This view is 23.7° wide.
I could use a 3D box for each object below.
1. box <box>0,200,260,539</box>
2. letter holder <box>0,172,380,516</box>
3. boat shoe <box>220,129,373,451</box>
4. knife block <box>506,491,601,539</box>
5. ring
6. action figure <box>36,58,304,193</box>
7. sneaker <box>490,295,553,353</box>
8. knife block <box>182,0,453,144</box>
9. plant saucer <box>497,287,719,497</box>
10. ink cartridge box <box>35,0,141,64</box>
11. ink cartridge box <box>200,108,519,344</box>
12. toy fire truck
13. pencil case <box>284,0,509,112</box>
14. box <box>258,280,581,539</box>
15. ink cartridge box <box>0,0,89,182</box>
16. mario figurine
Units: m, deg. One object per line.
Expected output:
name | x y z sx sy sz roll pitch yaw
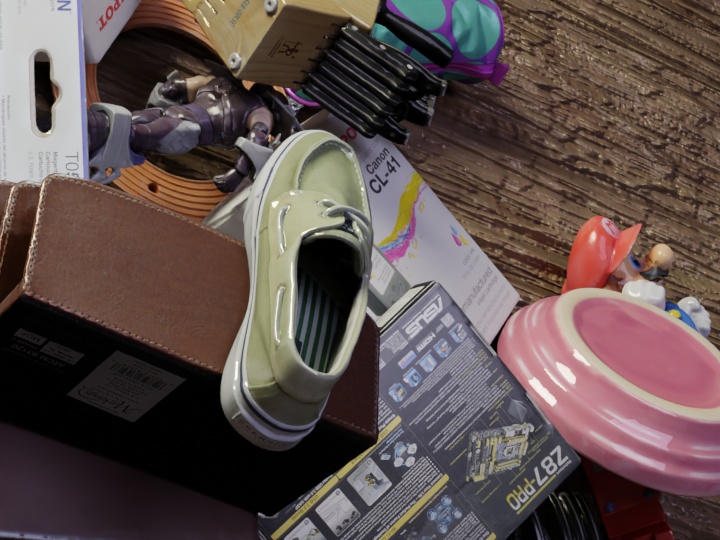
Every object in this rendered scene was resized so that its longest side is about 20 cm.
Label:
box | -0.173 0.089 0.968 0.164 0.166 0.201 11 56 -34
letter holder | -0.097 0.017 0.887 0.200 0.101 0.143 25 48 -26
boat shoe | -0.019 -0.001 0.847 0.072 0.062 0.200 29 43 -23
knife block | 0.156 0.260 1.190 0.200 0.064 0.176 43 46 -7
ring | -0.134 -0.118 1.235 0.200 0.019 0.201 20 52 -27
action figure | -0.124 -0.093 1.139 0.199 0.130 0.070 -13 114 -37
sneaker | 0.111 0.080 1.277 0.088 0.076 0.200 47 38 15
knife block | -0.030 -0.175 1.176 0.175 0.064 0.200 4 42 -48
plant saucer | 0.196 0.076 1.215 0.200 0.051 0.201 20 28 -11
ink cartridge box | -0.206 -0.259 1.142 0.200 0.084 0.146 76 29 -41
ink cartridge box | 0.000 0.000 1.207 0.200 0.086 0.148 50 45 -12
toy fire truck | 0.208 0.218 1.205 0.141 0.049 0.201 -104 173 -66
pencil case | 0.024 -0.176 1.349 0.200 0.085 0.093 -15 57 -42
box | 0.023 0.130 1.110 0.200 0.049 0.161 -43 98 -17
ink cartridge box | -0.266 -0.102 1.032 0.199 0.043 0.197 0 78 -18
mario figurine | 0.247 0.035 1.368 0.106 0.123 0.200 -42 98 -20
